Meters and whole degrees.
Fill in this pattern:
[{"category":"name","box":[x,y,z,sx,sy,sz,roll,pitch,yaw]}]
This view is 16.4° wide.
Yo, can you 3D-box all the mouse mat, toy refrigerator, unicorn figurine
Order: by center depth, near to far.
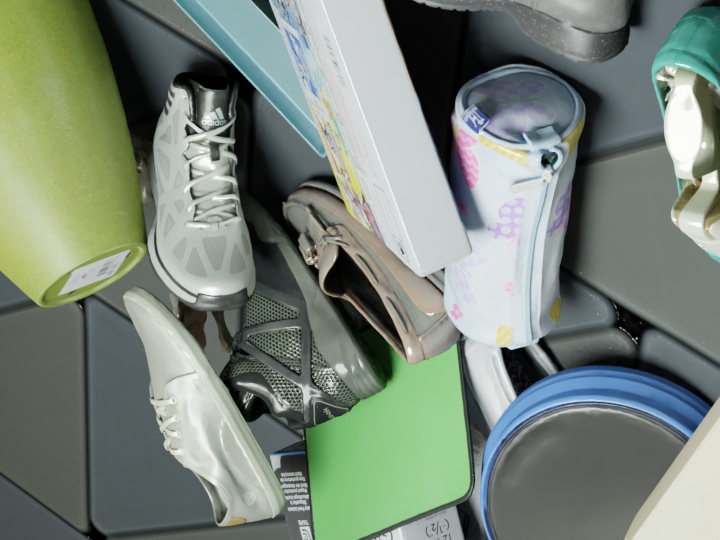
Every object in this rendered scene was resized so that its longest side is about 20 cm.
[{"category":"toy refrigerator","box":[0.243,0.133,1.617,0.070,0.076,0.200,32,126,4]},{"category":"mouse mat","box":[0.017,0.114,1.841,0.200,0.008,0.162,-28,61,48]},{"category":"unicorn figurine","box":[-0.134,-0.020,1.928,0.200,0.074,0.138,-133,25,-61]}]

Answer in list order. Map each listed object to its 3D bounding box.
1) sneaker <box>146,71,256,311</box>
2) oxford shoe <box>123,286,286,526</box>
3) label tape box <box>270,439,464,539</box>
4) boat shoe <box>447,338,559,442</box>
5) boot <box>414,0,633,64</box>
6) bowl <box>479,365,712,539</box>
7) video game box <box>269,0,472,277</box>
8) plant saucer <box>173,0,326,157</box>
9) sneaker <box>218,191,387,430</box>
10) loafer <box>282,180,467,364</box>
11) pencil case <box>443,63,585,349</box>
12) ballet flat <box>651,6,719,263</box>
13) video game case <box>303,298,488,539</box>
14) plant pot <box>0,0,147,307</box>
[{"category":"sneaker","box":[-0.119,-0.070,1.817,0.201,0.075,0.116,-108,19,-45]},{"category":"oxford shoe","box":[-0.125,0.104,1.833,0.201,0.058,0.075,61,168,-8]},{"category":"label tape box","box":[0.016,0.225,1.929,0.143,0.066,0.201,-10,93,52]},{"category":"boat shoe","box":[0.141,0.122,1.788,0.068,0.072,0.201,-28,91,57]},{"category":"boot","box":[0.088,-0.221,1.530,0.199,0.070,0.132,21,135,19]},{"category":"bowl","box":[0.176,0.164,1.736,0.200,0.039,0.202,9,117,18]},{"category":"video game box","box":[0.000,-0.112,1.655,0.201,0.047,0.182,70,169,-20]},{"category":"plant saucer","box":[-0.078,-0.172,1.791,0.200,0.019,0.070,46,145,4]},{"category":"sneaker","box":[-0.073,0.037,1.862,0.200,0.114,0.076,59,-174,25]},{"category":"loafer","box":[0.000,0.000,1.794,0.200,0.063,0.072,36,154,39]},{"category":"pencil case","box":[0.102,-0.040,1.657,0.091,0.083,0.201,46,149,33]},{"category":"ballet flat","box":[0.212,-0.063,1.525,0.067,0.070,0.201,15,133,39]},{"category":"video game case","box":[0.036,0.122,1.938,0.182,0.023,0.200,34,143,22]},{"category":"plant pot","box":[-0.243,-0.082,1.867,0.201,0.187,0.187,61,147,13]}]
